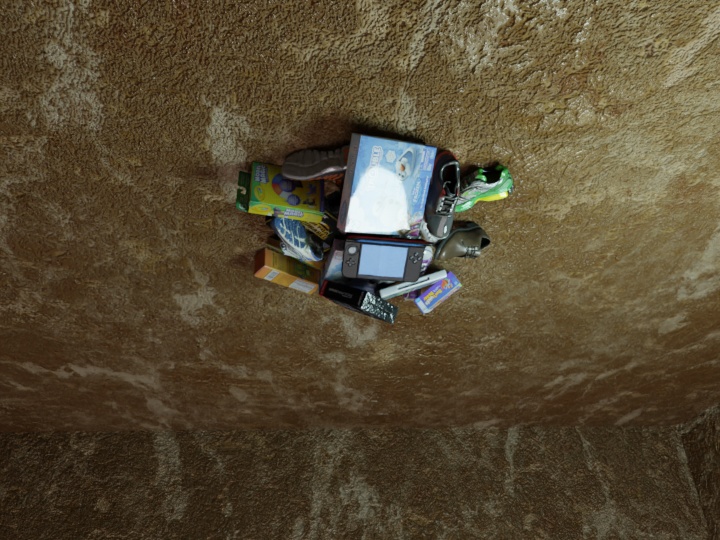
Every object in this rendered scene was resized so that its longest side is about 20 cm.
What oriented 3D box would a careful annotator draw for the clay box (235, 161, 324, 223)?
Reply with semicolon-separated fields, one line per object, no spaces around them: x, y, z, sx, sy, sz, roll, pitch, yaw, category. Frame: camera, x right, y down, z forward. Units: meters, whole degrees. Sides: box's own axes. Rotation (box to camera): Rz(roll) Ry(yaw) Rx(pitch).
-0.182;-0.182;1.352;0.197;0.117;0.048;7;148;-17;clay box

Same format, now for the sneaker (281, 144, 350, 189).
-0.074;-0.218;1.336;0.196;0.079;0.112;-3;155;12;sneaker

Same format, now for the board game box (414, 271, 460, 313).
0.232;0.066;1.732;0.134;0.045;0.200;-40;170;7;board game box

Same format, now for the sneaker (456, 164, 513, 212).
0.261;-0.203;1.399;0.197;0.079;0.086;-18;141;8;sneaker

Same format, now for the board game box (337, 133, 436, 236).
0.058;-0.181;1.275;0.196;0.043;0.203;1;108;-30;board game box

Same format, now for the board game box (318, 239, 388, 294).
0.000;0.000;1.614;0.197;0.044;0.200;5;142;-16;board game box

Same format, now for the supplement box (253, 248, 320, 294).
-0.210;0.004;1.713;0.198;0.067;0.069;22;139;-36;supplement box

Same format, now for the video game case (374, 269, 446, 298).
0.128;0.045;1.580;0.179;0.024;0.200;-17;175;-5;video game case

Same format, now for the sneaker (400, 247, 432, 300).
0.167;0.017;1.714;0.071;0.116;0.201;4;148;-8;sneaker

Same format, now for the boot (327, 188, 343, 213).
0.042;-0.179;1.356;0.198;0.067;0.164;-1;157;-46;boot

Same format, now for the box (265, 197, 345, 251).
-0.125;-0.122;1.524;0.158;0.050;0.199;-19;146;29;box

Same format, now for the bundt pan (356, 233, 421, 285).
0.073;-0.054;1.499;0.199;0.205;0.076;8;-172;-16;bundt pan

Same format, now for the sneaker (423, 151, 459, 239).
0.189;-0.165;1.338;0.076;0.082;0.203;-2;109;-9;sneaker

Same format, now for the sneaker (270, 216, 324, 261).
-0.175;-0.071;1.486;0.084;0.078;0.200;-14;148;25;sneaker

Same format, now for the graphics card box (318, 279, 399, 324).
-0.007;0.081;1.553;0.125;0.052;0.199;29;171;-36;graphics card box

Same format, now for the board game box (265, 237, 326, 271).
-0.161;-0.036;1.639;0.199;0.030;0.095;31;173;-40;board game box

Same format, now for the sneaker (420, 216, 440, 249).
0.176;-0.118;1.475;0.074;0.088;0.200;-29;157;10;sneaker

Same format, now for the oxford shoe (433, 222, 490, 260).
0.269;-0.065;1.521;0.198;0.084;0.073;-25;143;-35;oxford shoe

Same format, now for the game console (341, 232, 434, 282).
0.058;-0.025;1.375;0.196;0.119;0.175;5;122;-5;game console
